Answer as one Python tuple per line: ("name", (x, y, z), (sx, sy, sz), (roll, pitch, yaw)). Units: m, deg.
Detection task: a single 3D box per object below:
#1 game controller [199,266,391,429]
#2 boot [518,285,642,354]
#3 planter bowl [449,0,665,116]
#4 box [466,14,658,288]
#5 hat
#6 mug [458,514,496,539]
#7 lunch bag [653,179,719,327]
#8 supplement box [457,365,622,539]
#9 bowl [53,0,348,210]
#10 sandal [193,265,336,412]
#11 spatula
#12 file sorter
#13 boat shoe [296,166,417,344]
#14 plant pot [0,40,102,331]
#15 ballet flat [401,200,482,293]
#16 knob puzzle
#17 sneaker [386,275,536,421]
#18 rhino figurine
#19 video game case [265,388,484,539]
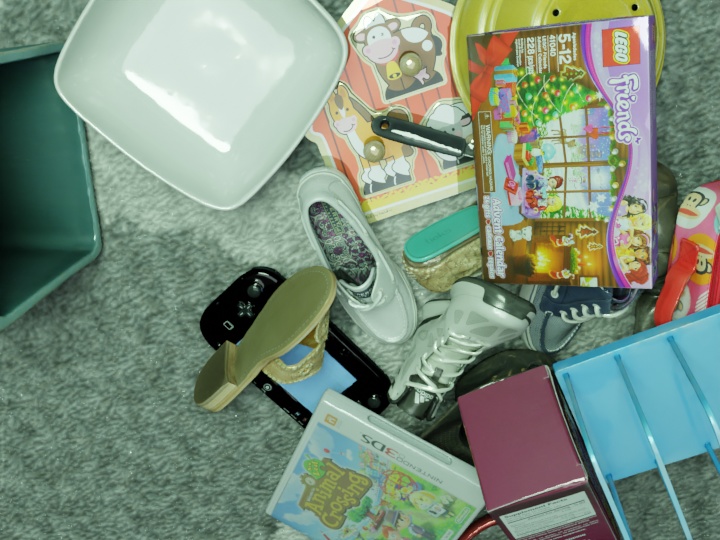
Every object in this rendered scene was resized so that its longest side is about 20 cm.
("game controller", (-0.062, 0.087, 0.813), (0.104, 0.042, 0.200), (-43, 105, 11))
("boot", (0.199, 0.023, 0.745), (0.072, 0.090, 0.201), (-17, 134, -19))
("planter bowl", (0.181, -0.192, 0.686), (0.199, 0.083, 0.202), (-1, 100, -8))
("box", (0.158, -0.088, 0.640), (0.136, 0.039, 0.202), (1, 107, 27))
("hat", (0.146, 0.127, 0.806), (0.199, 0.081, 0.201), (-7, 139, -6))
("mug", (0.139, 0.370, 0.896), (0.198, 0.179, 0.134), (-13, 146, 6))
("lunch bag", (0.340, 0.015, 0.751), (0.175, 0.082, 0.201), (-14, 115, -27))
("supplement box", (0.166, 0.189, 0.733), (0.085, 0.111, 0.200), (-22, 137, 12))
("bowl", (-0.129, -0.177, 0.701), (0.200, 0.075, 0.200), (37, 104, -13))
("sandal", (-0.068, 0.073, 0.762), (0.069, 0.078, 0.211), (29, 127, -30))
("spatula", (0.103, -0.102, 0.704), (0.199, 0.021, 0.057), (15, 81, 13))
("file sorter", (0.283, 0.128, 0.670), (0.199, 0.123, 0.139), (-22, 115, 14))
("boat shoe", (0.000, 0.000, 0.760), (0.072, 0.069, 0.201), (-16, 120, 10))
("plant pot", (-0.356, -0.076, 0.673), (0.198, 0.197, 0.197), (0, 110, 8))
("ballet flat", (0.133, -0.041, 0.771), (0.199, 0.071, 0.065), (-26, 133, 3))
("knob puzzle", (0.040, -0.154, 0.734), (0.218, 0.030, 0.221), (1, 108, 2))
("sneaker", (0.085, 0.079, 0.720), (0.075, 0.201, 0.116), (26, 74, -6))
("rhino figurine", (0.272, -0.011, 0.777), (0.087, 0.060, 0.201), (-29, 113, -30))
("video game case", (0.012, 0.226, 0.817), (0.181, 0.022, 0.201), (28, 129, 3))
